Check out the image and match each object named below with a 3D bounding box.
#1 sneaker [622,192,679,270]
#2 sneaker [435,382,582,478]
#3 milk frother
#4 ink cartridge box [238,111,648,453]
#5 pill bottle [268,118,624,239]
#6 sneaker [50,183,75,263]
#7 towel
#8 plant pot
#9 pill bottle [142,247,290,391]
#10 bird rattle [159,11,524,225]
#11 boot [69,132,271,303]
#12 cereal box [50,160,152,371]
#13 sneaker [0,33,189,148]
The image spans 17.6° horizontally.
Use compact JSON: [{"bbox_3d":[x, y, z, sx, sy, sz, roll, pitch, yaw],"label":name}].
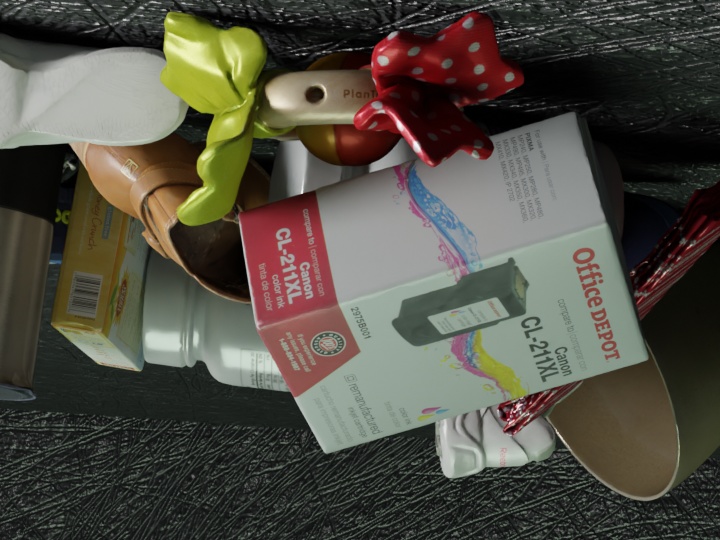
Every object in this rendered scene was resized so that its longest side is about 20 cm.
[{"bbox_3d":[0.115,-0.026,1.525,0.199,0.074,0.082,4,169,1],"label":"sneaker"},{"bbox_3d":[0.102,0.055,1.578,0.099,0.201,0.078,2,145,2],"label":"sneaker"},{"bbox_3d":[-0.245,-0.012,1.503,0.180,0.189,0.200,1,169,38],"label":"milk frother"},{"bbox_3d":[0.049,0.009,1.303,0.199,0.083,0.146,-17,143,7],"label":"ink cartridge box"},{"bbox_3d":[0.049,-0.038,1.407,0.199,0.113,0.112,8,171,-15],"label":"pill bottle"},{"bbox_3d":[-0.256,-0.041,1.703,0.082,0.074,0.200,2,169,34],"label":"sneaker"},{"bbox_3d":[0.170,0.014,1.435,0.022,0.200,0.144,45,-154,9],"label":"towel"},{"bbox_3d":[0.217,0.047,1.694,0.134,0.201,0.200,-27,-176,-23],"label":"plant pot"},{"bbox_3d":[-0.046,0.027,1.615,0.199,0.114,0.113,6,171,2],"label":"pill bottle"},{"bbox_3d":[-0.007,-0.096,1.257,0.199,0.113,0.163,-10,179,14],"label":"bird rattle"},{"bbox_3d":[-0.089,-0.026,1.425,0.200,0.074,0.155,28,-168,-43],"label":"boot"},{"bbox_3d":[-0.164,-0.016,1.574,0.039,0.145,0.200,8,170,3],"label":"cereal box"},{"bbox_3d":[-0.195,-0.102,1.323,0.199,0.076,0.089,7,-173,-2],"label":"sneaker"}]
